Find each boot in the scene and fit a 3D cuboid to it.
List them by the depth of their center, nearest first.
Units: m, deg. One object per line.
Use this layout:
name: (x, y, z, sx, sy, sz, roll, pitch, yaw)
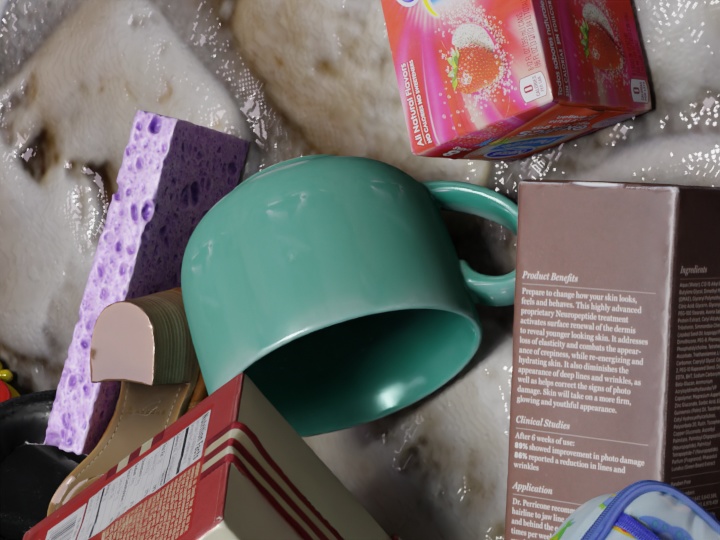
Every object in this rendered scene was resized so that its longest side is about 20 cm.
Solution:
boot: (-0.109, 0.110, 1.279, 0.076, 0.155, 0.202, 3, 90, 25)

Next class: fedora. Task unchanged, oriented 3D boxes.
fedora: (-0.176, 0.167, 1.366, 0.200, 0.200, 0.092, 39, 148, 34)

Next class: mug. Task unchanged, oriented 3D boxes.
mug: (-0.008, 0.006, 1.214, 0.152, 0.184, 0.115, -56, 46, 52)

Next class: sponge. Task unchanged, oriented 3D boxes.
sponge: (-0.126, 0.010, 1.303, 0.030, 0.111, 0.202, 17, 91, 19)

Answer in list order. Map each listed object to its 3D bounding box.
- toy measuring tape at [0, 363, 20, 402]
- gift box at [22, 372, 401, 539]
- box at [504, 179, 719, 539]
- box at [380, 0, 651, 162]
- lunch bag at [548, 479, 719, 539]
toy measuring tape: (-0.260, 0.126, 1.422, 0.073, 0.201, 0.074, 6, 128, 7)
gift box: (-0.075, 0.197, 1.122, 0.199, 0.185, 0.187, -36, 108, 20)
box: (0.134, 0.055, 1.127, 0.100, 0.075, 0.202, 5, 95, 41)
box: (0.071, -0.166, 1.164, 0.099, 0.095, 0.202, -19, 78, 40)
lunch bag: (0.152, 0.206, 1.024, 0.200, 0.161, 0.082, 43, 161, -4)
